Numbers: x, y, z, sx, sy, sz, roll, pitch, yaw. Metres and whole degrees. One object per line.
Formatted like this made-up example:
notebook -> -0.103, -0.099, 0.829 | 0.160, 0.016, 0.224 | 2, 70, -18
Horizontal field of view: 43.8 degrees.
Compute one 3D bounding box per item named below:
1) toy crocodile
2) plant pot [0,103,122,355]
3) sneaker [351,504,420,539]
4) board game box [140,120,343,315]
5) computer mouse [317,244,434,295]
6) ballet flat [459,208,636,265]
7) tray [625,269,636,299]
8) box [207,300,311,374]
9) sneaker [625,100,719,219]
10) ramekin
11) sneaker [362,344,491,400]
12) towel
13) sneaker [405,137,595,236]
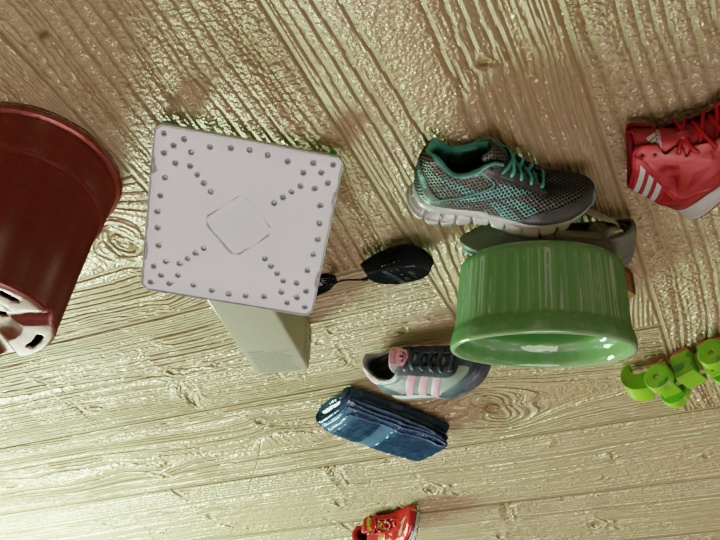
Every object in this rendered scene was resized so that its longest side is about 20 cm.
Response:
toy crocodile -> 0.445, 0.129, 1.201 | 0.198, 0.063, 0.067 | -31, 132, 31
plant pot -> -0.370, -0.032, 0.939 | 0.196, 0.198, 0.202 | 3, 144, 2
sneaker -> 0.046, 0.499, 1.717 | 0.084, 0.078, 0.200 | 25, 139, -18
board game box -> -0.132, -0.054, 0.973 | 0.196, 0.026, 0.203 | 9, 121, -7
computer mouse -> 0.000, 0.000, 1.093 | 0.197, 0.035, 0.058 | -11, 158, 28
ballet flat -> 0.209, -0.045, 0.993 | 0.196, 0.068, 0.065 | 5, 117, -3
tray -> 0.237, 0.046, 1.122 | 0.097, 0.038, 0.200 | 22, 141, -23
box -> -0.127, 0.051, 1.135 | 0.080, 0.069, 0.201 | -6, 142, 12
sneaker -> 0.325, -0.125, 0.850 | 0.113, 0.080, 0.201 | 13, 141, -14
ramekin -> 0.195, 0.039, 0.964 | 0.195, 0.100, 0.200 | 2, 164, 1
sneaker -> 0.083, 0.130, 1.199 | 0.081, 0.071, 0.198 | 32, 145, -32
towel -> 0.035, 0.246, 1.399 | 0.197, 0.049, 0.112 | 23, 140, -24
sneaker -> 0.145, -0.092, 0.916 | 0.195, 0.079, 0.092 | 1, 140, 1
